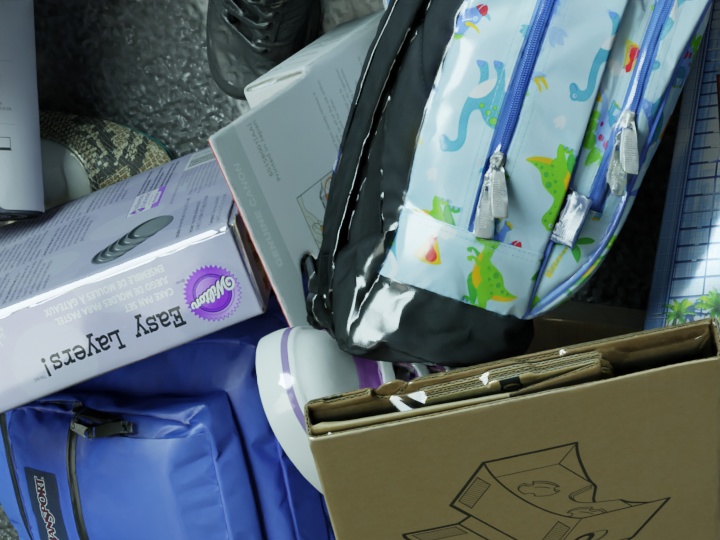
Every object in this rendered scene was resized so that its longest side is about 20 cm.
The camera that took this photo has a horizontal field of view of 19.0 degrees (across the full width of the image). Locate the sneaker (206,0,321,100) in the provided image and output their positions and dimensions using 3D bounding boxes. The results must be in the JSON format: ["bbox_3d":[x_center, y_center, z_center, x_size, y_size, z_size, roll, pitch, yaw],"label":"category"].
[{"bbox_3d":[-0.047,-0.148,0.999,0.060,0.104,0.200,36,127,10],"label":"sneaker"}]

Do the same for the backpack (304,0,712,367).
[{"bbox_3d":[0.059,-0.069,0.865,0.153,0.163,0.202,5,97,-1],"label":"backpack"}]

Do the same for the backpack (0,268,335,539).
[{"bbox_3d":[-0.110,0.082,1.120,0.199,0.168,0.164,4,109,33],"label":"backpack"}]

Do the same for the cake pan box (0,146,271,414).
[{"bbox_3d":[-0.130,0.002,1.039,0.183,0.200,0.053,-19,105,5],"label":"cake pan box"}]

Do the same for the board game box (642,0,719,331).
[{"bbox_3d":[0.210,-0.068,0.872,0.199,0.062,0.202,-5,87,24],"label":"board game box"}]

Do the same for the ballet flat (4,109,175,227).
[{"bbox_3d":[-0.197,-0.056,1.157,0.199,0.075,0.068,16,117,24],"label":"ballet flat"}]

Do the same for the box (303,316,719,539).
[{"bbox_3d":[0.070,0.095,0.884,0.162,0.021,0.200,-12,145,0],"label":"box"}]

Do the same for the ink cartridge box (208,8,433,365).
[{"bbox_3d":[0.000,0.000,1.002,0.043,0.173,0.201,-13,107,37],"label":"ink cartridge box"}]

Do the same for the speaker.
[{"bbox_3d":[-0.203,-0.126,1.078,0.081,0.081,0.202,-4,88,33],"label":"speaker"}]

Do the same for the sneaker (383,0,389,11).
[{"bbox_3d":[0.063,-0.090,0.995,0.077,0.075,0.201,0,115,56],"label":"sneaker"}]

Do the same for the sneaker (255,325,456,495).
[{"bbox_3d":[0.049,0.059,0.909,0.114,0.073,0.200,-28,142,26],"label":"sneaker"}]

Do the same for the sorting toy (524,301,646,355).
[{"bbox_3d":[0.164,0.105,1.007,0.197,0.070,0.201,8,118,22],"label":"sorting toy"}]
